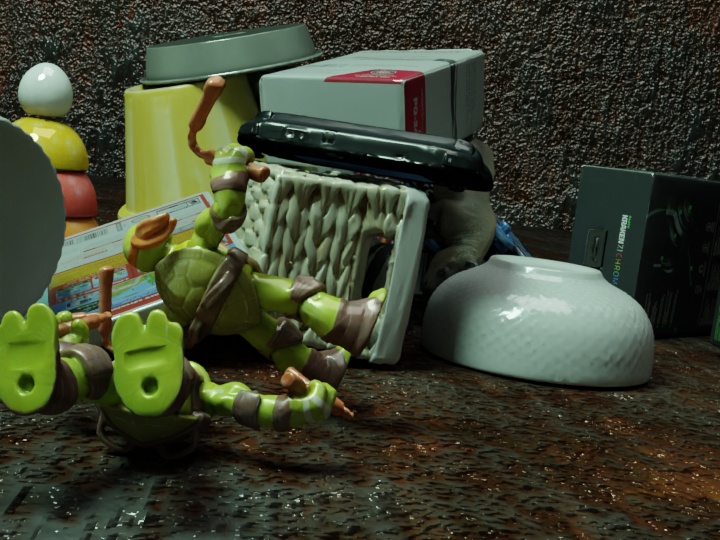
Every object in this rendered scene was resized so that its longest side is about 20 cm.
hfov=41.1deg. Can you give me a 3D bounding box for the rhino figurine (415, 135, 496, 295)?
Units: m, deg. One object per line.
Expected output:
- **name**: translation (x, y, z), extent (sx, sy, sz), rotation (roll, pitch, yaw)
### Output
- **rhino figurine**: translation (0.091, -0.051, 0.945), extent (0.087, 0.201, 0.060), rotation (-6, -30, 15)

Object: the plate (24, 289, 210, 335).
- **plate**: translation (-0.203, 0.023, 0.795), extent (0.199, 0.026, 0.200), rotation (7, 6, -1)

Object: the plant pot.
- **plant pot**: translation (-0.172, -0.110, 1.033), extent (0.199, 0.190, 0.201), rotation (-9, 17, 3)

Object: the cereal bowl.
- **cereal bowl**: translation (0.153, 0.035, 0.816), extent (0.198, 0.084, 0.200), rotation (8, 7, -1)

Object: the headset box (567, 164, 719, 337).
- **headset box**: translation (0.317, -0.020, 1.057), extent (0.199, 0.176, 0.092), rotation (-1, 11, -42)

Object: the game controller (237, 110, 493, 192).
- **game controller**: translation (0.005, -0.088, 0.758), extent (0.199, 0.042, 0.104), rotation (12, -7, 17)

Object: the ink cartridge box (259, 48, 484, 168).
- **ink cartridge box**: translation (0.019, -0.158, 0.913), extent (0.144, 0.084, 0.200), rotation (6, 20, 27)

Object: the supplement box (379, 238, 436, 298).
- **supplement box**: translation (0.011, -0.013, 1.154), extent (0.198, 0.061, 0.109), rotation (8, 8, 2)

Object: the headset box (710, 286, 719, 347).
- **headset box**: translation (0.442, 0.050, 0.878), extent (0.173, 0.094, 0.200), rotation (7, 6, -2)

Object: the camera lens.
- **camera lens**: translation (-0.317, -0.041, 0.638), extent (0.199, 0.161, 0.160), rotation (11, 8, 33)

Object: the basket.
- **basket**: translation (-0.046, -0.016, 0.774), extent (0.123, 0.137, 0.200), rotation (8, 6, -21)

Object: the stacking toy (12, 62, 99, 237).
- **stacking toy**: translation (-0.300, -0.092, 0.897), extent (0.145, 0.202, 0.146), rotation (6, 5, -1)

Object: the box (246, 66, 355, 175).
- **box**: translation (-0.064, -0.134, 1.080), extent (0.041, 0.201, 0.156), rotation (-34, 25, -15)

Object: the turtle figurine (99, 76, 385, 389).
- **turtle figurine**: translation (-0.070, 0.005, 0.550), extent (0.160, 0.201, 0.065), rotation (26, 28, -5)

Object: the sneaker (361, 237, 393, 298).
- **sneaker**: translation (0.000, 0.000, 0.898), extent (0.087, 0.076, 0.200), rotation (33, -3, -1)

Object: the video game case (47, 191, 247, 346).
- **video game case**: translation (-0.162, -0.005, 0.717), extent (0.142, 0.018, 0.200), rotation (-20, 24, -11)

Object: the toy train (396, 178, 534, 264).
- **toy train**: translation (0.112, -0.045, 1.047), extent (0.200, 0.087, 0.114), rotation (54, 14, 31)

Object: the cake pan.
- **cake pan**: translation (-0.140, -0.234, 1.029), extent (0.199, 0.037, 0.200), rotation (-7, 17, 2)

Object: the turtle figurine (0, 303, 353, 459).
- **turtle figurine**: translation (-0.109, 0.054, 0.456), extent (0.199, 0.065, 0.161), rotation (15, -9, 11)
